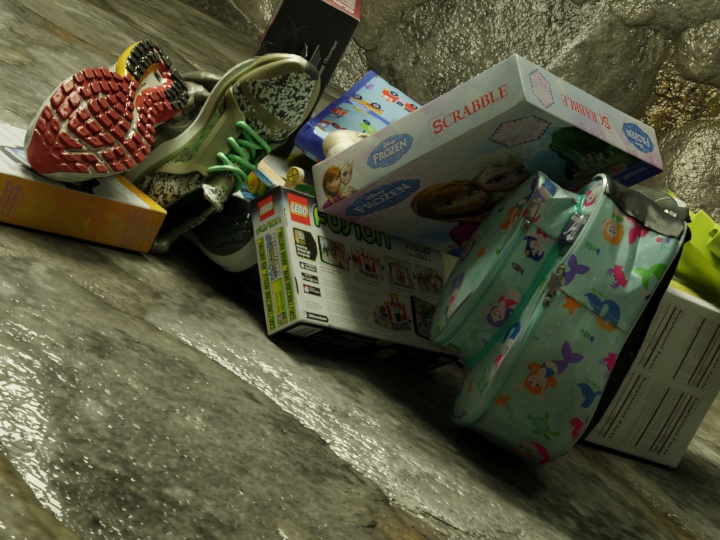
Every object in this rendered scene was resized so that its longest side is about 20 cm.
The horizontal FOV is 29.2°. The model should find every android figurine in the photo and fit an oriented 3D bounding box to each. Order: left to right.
[{"bbox_3d":[0.336,0.009,1.259,0.200,0.041,0.182,44,-6,11],"label":"android figurine"}]

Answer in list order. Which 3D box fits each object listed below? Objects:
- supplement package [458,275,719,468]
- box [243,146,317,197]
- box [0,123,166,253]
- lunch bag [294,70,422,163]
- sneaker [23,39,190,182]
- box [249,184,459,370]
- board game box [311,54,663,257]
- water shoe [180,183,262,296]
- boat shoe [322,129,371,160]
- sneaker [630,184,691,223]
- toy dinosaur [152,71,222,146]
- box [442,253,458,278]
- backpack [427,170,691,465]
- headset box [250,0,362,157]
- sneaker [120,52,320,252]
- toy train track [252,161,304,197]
[{"bbox_3d":[0.212,0.059,1.238,0.199,0.152,0.152,20,13,-38],"label":"supplement package"},{"bbox_3d":[-0.092,-0.112,1.348,0.117,0.049,0.200,16,26,-38],"label":"box"},{"bbox_3d":[-0.249,-0.070,0.996,0.119,0.042,0.199,37,16,37],"label":"box"},{"bbox_3d":[0.022,-0.100,1.324,0.150,0.094,0.200,35,22,4],"label":"lunch bag"},{"bbox_3d":[-0.195,-0.105,1.024,0.078,0.082,0.200,56,23,-9],"label":"sneaker"},{"bbox_3d":[0.000,0.010,1.086,0.199,0.035,0.111,16,57,-48],"label":"box"},{"bbox_3d":[0.100,-0.078,1.068,0.198,0.199,0.042,16,57,-47],"label":"board game box"},{"bbox_3d":[-0.108,-0.031,1.138,0.079,0.071,0.200,50,0,-30],"label":"water shoe"},{"bbox_3d":[0.053,-0.078,1.195,0.198,0.072,0.065,10,41,-37],"label":"boat shoe"},{"bbox_3d":[0.214,-0.049,1.176,0.090,0.067,0.200,22,7,-9],"label":"sneaker"},{"bbox_3d":[-0.140,-0.140,1.170,0.101,0.078,0.201,11,44,24],"label":"toy dinosaur"},{"bbox_3d":[0.110,0.015,1.405,0.082,0.069,0.200,24,12,-21],"label":"box"},{"bbox_3d":[0.135,0.036,1.014,0.149,0.202,0.178,24,-13,-5],"label":"backpack"},{"bbox_3d":[-0.063,-0.208,1.332,0.074,0.150,0.200,27,18,-8],"label":"headset box"},{"bbox_3d":[-0.102,-0.081,1.060,0.077,0.200,0.089,37,20,-38],"label":"sneaker"},{"bbox_3d":[-0.063,-0.082,1.185,0.200,0.033,0.114,42,17,33],"label":"toy train track"}]
